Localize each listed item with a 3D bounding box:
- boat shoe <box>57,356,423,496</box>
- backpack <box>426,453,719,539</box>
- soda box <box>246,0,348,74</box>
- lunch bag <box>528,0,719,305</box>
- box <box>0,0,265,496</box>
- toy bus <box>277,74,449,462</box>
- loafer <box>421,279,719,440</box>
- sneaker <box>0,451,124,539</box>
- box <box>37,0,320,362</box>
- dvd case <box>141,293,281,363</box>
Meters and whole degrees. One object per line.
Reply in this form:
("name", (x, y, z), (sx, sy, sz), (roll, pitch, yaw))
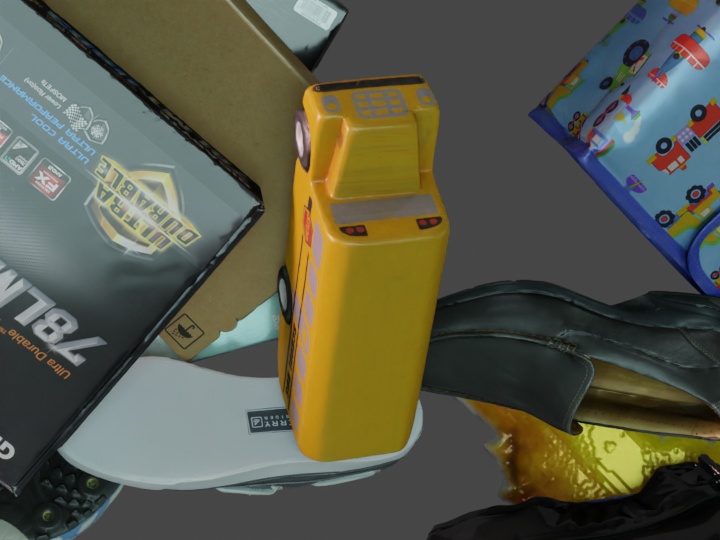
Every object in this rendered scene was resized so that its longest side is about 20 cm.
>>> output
("boat shoe", (-0.068, 0.088, 1.158), (0.199, 0.068, 0.072), (-3, 66, -12))
("backpack", (0.124, 0.201, 1.146), (0.189, 0.200, 0.155), (3, 115, -2))
("soda box", (-0.106, -0.163, 1.109), (0.199, 0.071, 0.064), (32, 97, -9))
("lunch bag", (0.217, -0.062, 1.160), (0.151, 0.094, 0.200), (-45, 114, 5))
("box", (-0.183, -0.024, 1.061), (0.200, 0.050, 0.199), (40, 96, -14))
("toy bus", (0.000, 0.000, 1.062), (0.065, 0.079, 0.201), (-5, 136, -14))
("loafer", (0.111, 0.053, 1.149), (0.199, 0.073, 0.073), (-1, 138, 7))
("sneaker", (-0.207, 0.160, 1.167), (0.200, 0.073, 0.072), (-41, 66, -8))
("box", (-0.099, -0.068, 1.096), (0.163, 0.021, 0.200), (-37, 107, 22))
("dvd case", (-0.149, -0.008, 1.158), (0.199, 0.022, 0.147), (-14, 101, -2))
